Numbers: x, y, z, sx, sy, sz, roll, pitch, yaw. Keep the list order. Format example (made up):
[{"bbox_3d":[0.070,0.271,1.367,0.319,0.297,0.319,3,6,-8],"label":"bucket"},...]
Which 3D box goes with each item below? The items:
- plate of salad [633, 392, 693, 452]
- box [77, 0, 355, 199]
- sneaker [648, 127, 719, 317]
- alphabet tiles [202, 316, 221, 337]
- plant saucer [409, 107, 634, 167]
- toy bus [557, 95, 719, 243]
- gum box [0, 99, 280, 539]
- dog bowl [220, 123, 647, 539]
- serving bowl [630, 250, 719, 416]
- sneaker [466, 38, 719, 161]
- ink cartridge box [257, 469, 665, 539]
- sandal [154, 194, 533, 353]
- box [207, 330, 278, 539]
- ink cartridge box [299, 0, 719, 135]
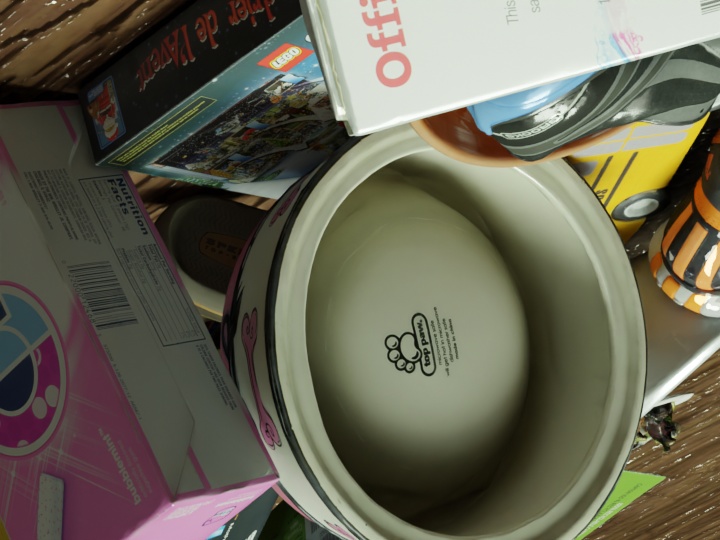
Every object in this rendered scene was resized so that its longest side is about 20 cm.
[{"bbox_3d":[0.106,0.115,1.498,0.199,0.048,0.200,-19,172,-3],"label":"plate of salad"},{"bbox_3d":[-0.002,-0.096,1.058,0.200,0.038,0.136,-32,153,34],"label":"box"},{"bbox_3d":[0.224,-0.060,1.190,0.200,0.078,0.112,-38,162,-36],"label":"sneaker"},{"bbox_3d":[-0.103,0.080,1.299,0.168,0.008,0.200,-60,164,16],"label":"alphabet tiles"},{"bbox_3d":[0.090,-0.127,0.980,0.200,0.032,0.201,-25,144,-20],"label":"plant saucer"},{"bbox_3d":[0.108,-0.070,1.159,0.078,0.065,0.200,-8,157,-14],"label":"toy bus"},{"bbox_3d":[-0.130,0.033,1.070,0.066,0.201,0.113,-8,155,-48],"label":"gum box"},{"bbox_3d":[0.026,0.034,1.095,0.199,0.201,0.074,1,174,-35],"label":"dog bowl"},{"bbox_3d":[0.120,0.047,1.269,0.200,0.066,0.200,-39,172,-7],"label":"serving bowl"},{"bbox_3d":[0.127,-0.106,0.957,0.199,0.071,0.083,-29,150,-6],"label":"sneaker"},{"bbox_3d":[0.056,0.162,1.421,0.199,0.076,0.148,8,150,-24],"label":"ink cartridge box"},{"bbox_3d":[0.000,0.000,1.181,0.199,0.082,0.055,18,140,-1],"label":"sandal"},{"bbox_3d":[-0.093,0.119,1.310,0.159,0.046,0.200,-28,149,-57],"label":"box"},{"bbox_3d":[0.067,-0.146,0.843,0.199,0.088,0.146,-16,122,-3],"label":"ink cartridge box"}]
